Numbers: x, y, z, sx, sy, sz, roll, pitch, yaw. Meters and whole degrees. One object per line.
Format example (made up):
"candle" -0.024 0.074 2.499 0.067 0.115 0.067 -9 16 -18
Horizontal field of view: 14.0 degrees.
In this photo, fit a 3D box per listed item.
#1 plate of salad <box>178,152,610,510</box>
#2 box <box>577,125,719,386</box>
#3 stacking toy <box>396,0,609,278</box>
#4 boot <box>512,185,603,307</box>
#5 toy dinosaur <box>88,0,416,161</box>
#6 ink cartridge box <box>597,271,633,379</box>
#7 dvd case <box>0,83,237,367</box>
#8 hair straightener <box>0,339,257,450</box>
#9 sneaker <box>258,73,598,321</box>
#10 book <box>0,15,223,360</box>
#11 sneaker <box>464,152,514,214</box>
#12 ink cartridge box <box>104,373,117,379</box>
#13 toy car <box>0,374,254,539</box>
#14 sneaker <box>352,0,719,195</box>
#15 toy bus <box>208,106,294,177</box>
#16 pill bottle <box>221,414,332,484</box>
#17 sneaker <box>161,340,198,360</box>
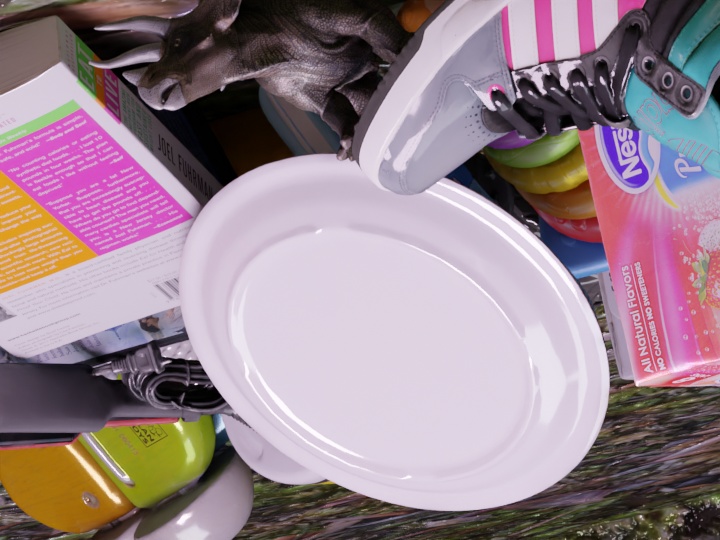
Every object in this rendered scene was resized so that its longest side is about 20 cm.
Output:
"plate of salad" 0.016 0.024 1.291 0.199 0.200 0.048 -21 -153 38
"box" 0.153 -0.059 1.221 0.102 0.201 0.094 -18 169 33
"stacking toy" 0.080 -0.083 1.340 0.109 0.117 0.200 -19 152 32
"boot" 0.108 -0.003 1.675 0.131 0.068 0.199 -42 155 28
"toy dinosaur" -0.016 -0.094 1.221 0.077 0.102 0.200 -60 162 18
"ink cartridge box" 0.234 -0.022 1.606 0.145 0.146 0.200 -20 166 33
"dvd case" -0.146 -0.011 1.396 0.199 0.018 0.143 -16 128 17
"hair straightener" -0.110 0.064 1.425 0.199 0.041 0.077 7 156 -41
"sneaker" 0.000 0.000 1.353 0.130 0.200 0.080 -40 -175 34
"book" -0.141 -0.031 1.297 0.133 0.048 0.200 -18 148 16
"sneaker" -0.016 -0.029 1.519 0.199 0.067 0.090 -5 -175 8
"ink cartridge box" -0.253 0.043 1.589 0.199 0.085 0.146 -19 166 30
"toy car" -0.139 0.086 1.792 0.150 0.175 0.200 -46 -170 -36
"sneaker" 0.099 -0.070 1.143 0.200 0.121 0.084 -43 157 15
"toy bus" -0.083 -0.023 1.436 0.199 0.065 0.079 -15 125 18
"pill bottle" 0.020 0.069 1.740 0.111 0.112 0.199 -21 166 38
"sneaker" -0.048 0.024 1.581 0.199 0.074 0.082 -1 -175 -5
